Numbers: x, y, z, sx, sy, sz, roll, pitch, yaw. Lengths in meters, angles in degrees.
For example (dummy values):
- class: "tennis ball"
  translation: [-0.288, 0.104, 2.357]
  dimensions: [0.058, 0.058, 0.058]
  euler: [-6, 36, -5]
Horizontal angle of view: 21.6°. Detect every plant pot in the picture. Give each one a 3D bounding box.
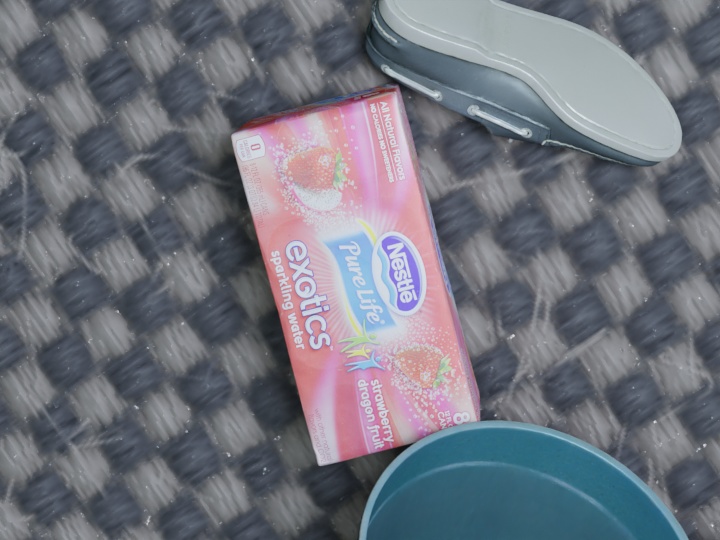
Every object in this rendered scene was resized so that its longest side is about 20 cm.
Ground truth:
- class: "plant pot"
  translation: [0.072, 0.222, 1.076]
  dimensions: [0.199, 0.201, 0.188]
  euler: [20, 137, -1]

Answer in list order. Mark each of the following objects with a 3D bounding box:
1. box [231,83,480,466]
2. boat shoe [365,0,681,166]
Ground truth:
- class: "box"
  translation: [0.000, 0.000, 1.105]
  dimensions: [0.102, 0.095, 0.201]
  euler: [-13, 98, 3]
- class: "boat shoe"
  translation: [0.094, -0.111, 1.113]
  dimensions: [0.199, 0.073, 0.062]
  euler: [25, 142, -8]
